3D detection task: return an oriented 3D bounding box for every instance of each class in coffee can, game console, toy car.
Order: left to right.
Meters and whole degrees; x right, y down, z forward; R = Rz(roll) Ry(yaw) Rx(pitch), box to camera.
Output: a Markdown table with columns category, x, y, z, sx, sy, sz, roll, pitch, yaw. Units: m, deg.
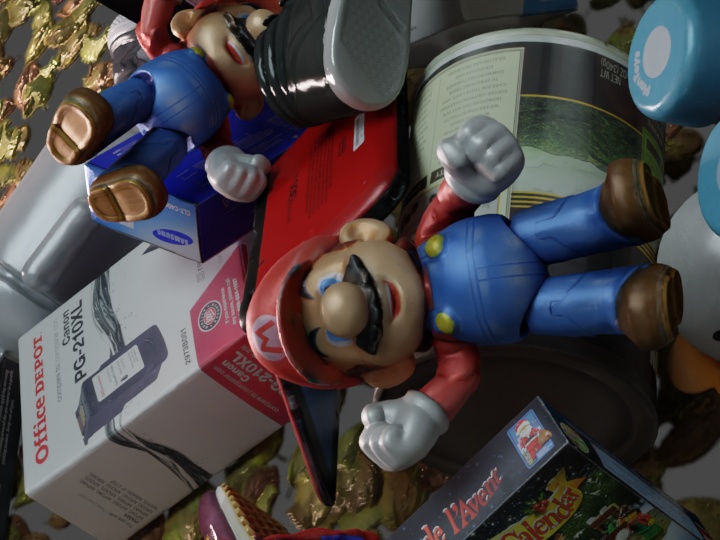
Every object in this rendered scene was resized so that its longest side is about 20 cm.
| category | x | y | z | sx | sy | sz | roll | pitch | yaw |
| --- | --- | --- | --- | --- | --- | --- | --- | --- | --- |
| game console | 0.000 | 0.000 | 1.139 | 0.172 | 0.119 | 0.200 | -44 | 18 | 19 |
| coffee can | 0.089 | -0.006 | 1.077 | 0.146 | 0.146 | 0.201 | -20 | 48 | 36 |
| toy car | 0.208 | -0.007 | 0.974 | 0.177 | 0.183 | 0.201 | -111 | 36 | -47 |

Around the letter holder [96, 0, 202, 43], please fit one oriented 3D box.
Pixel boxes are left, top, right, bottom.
| category | x | y | z | sx | sy | sz | roll | pitch | yaw |
| --- | --- | --- | --- | --- | --- | --- | --- | --- | --- |
| letter holder | -0.107 | -0.234 | 1.330 | 0.100 | 0.200 | 0.143 | -22 | 72 | 18 |

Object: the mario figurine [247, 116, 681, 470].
| category | x | y | z | sx | sy | sz | roll | pitch | yaw |
| --- | --- | --- | --- | --- | --- | --- | --- | --- | --- |
| mario figurine | 0.039 | 0.012 | 0.911 | 0.199 | 0.106 | 0.124 | -13 | 49 | 19 |

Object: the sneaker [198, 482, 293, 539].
| category | x | y | z | sx | sy | sz | roll | pitch | yaw |
| --- | --- | --- | --- | --- | --- | --- | --- | --- | --- |
| sneaker | -0.065 | 0.203 | 1.139 | 0.090 | 0.075 | 0.200 | -45 | 36 | 7 |

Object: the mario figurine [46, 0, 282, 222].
| category | x | y | z | sx | sy | sz | roll | pitch | yaw |
| --- | --- | --- | --- | --- | --- | --- | --- | --- | --- |
| mario figurine | -0.092 | -0.117 | 1.186 | 0.106 | 0.124 | 0.200 | 13 | 39 | 25 |

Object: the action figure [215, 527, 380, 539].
| category | x | y | z | sx | sy | sz | roll | pitch | yaw |
| --- | --- | --- | --- | --- | --- | --- | --- | --- | --- |
| action figure | -0.027 | 0.164 | 1.041 | 0.051 | 0.200 | 0.066 | -22 | 74 | 25 |

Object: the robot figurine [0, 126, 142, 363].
| category | x | y | z | sx | sy | sz | roll | pitch | yaw |
| --- | --- | --- | --- | --- | --- | --- | --- | --- | --- |
| robot figurine | -0.205 | -0.014 | 1.423 | 0.200 | 0.113 | 0.170 | -56 | -3 | -2 |

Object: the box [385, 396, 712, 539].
| category | x | y | z | sx | sy | sz | roll | pitch | yaw |
| --- | --- | --- | --- | --- | --- | --- | --- | --- | --- |
| box | 0.062 | 0.168 | 0.979 | 0.200 | 0.136 | 0.038 | -45 | 38 | 12 |

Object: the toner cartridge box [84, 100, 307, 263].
| category | x | y | z | sx | sy | sz | roll | pitch | yaw |
| --- | --- | --- | --- | --- | --- | --- | --- | --- | --- |
| toner cartridge box | -0.071 | -0.077 | 1.280 | 0.095 | 0.043 | 0.200 | 19 | 38 | 33 |

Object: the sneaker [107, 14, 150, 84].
| category | x | y | z | sx | sy | sz | roll | pitch | yaw |
| --- | --- | --- | --- | --- | --- | --- | --- | --- | --- |
| sneaker | -0.105 | -0.152 | 1.466 | 0.199 | 0.075 | 0.114 | -17 | 58 | 35 |

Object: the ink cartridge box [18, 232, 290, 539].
| category | x | y | z | sx | sy | sz | roll | pitch | yaw |
| --- | --- | --- | --- | --- | --- | --- | --- | --- | --- |
| ink cartridge box | -0.124 | 0.061 | 1.302 | 0.200 | 0.084 | 0.145 | -36 | 39 | 21 |

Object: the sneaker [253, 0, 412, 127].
| category | x | y | z | sx | sy | sz | roll | pitch | yaw |
| --- | --- | --- | --- | --- | --- | --- | --- | --- | --- |
| sneaker | -0.010 | -0.169 | 1.145 | 0.099 | 0.071 | 0.201 | -20 | 50 | 51 |

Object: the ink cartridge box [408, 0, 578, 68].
| category | x | y | z | sx | sy | sz | roll | pitch | yaw |
| --- | --- | --- | --- | --- | --- | --- | --- | --- | --- |
| ink cartridge box | 0.028 | -0.236 | 1.260 | 0.125 | 0.128 | 0.201 | -17 | 88 | 39 |

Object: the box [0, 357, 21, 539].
| category | x | y | z | sx | sy | sz | roll | pitch | yaw |
| --- | --- | --- | --- | --- | --- | --- | --- | --- | --- |
| box | -0.341 | 0.123 | 1.406 | 0.104 | 0.182 | 0.201 | -26 | 45 | 32 |
